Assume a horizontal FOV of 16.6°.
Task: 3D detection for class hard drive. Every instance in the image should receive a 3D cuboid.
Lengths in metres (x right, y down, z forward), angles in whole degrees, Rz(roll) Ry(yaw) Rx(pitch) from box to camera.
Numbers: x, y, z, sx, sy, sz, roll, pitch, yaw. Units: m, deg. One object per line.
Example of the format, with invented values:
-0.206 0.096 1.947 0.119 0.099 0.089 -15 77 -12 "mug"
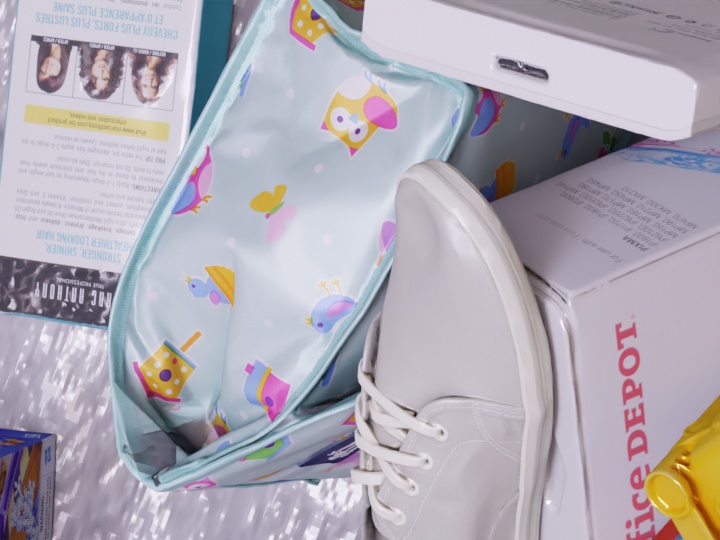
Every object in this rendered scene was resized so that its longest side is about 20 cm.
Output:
0.113 -0.088 0.879 0.132 0.200 0.026 20 113 33 "hard drive"

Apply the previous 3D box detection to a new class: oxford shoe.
0.025 0.055 0.846 0.058 0.075 0.200 -19 130 -23 "oxford shoe"

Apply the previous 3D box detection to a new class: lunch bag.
0.000 0.000 0.955 0.122 0.170 0.200 31 103 24 "lunch bag"

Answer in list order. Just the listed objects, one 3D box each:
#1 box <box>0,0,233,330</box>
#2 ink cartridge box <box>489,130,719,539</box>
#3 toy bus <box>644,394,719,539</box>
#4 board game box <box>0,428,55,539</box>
-0.101 -0.077 1.038 0.082 0.049 0.201 8 97 13 "box"
0.138 0.024 0.899 0.200 0.086 0.148 -20 120 -23 "ink cartridge box"
0.184 0.102 0.793 0.192 0.136 0.200 -34 93 43 "toy bus"
-0.175 0.175 1.034 0.045 0.134 0.201 5 96 13 "board game box"
